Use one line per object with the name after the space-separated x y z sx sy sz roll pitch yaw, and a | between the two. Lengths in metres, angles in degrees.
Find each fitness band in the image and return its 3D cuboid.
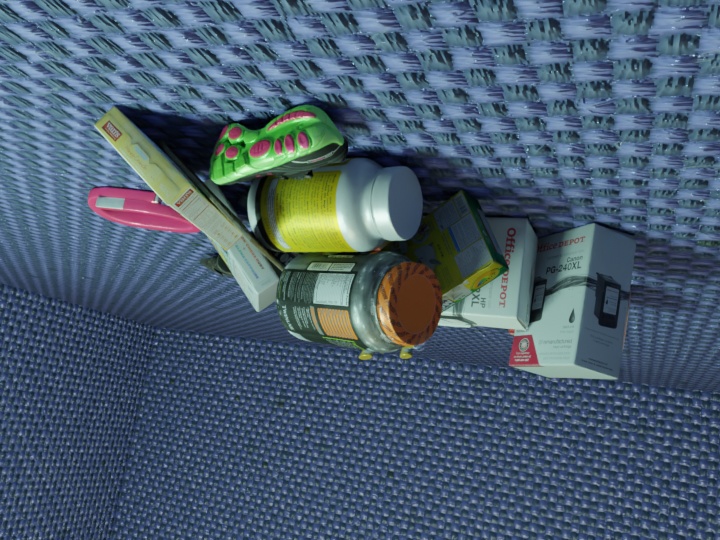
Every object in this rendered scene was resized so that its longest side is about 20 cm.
-0.369 -0.102 1.166 0.199 0.038 0.144 8 170 10 | fitness band

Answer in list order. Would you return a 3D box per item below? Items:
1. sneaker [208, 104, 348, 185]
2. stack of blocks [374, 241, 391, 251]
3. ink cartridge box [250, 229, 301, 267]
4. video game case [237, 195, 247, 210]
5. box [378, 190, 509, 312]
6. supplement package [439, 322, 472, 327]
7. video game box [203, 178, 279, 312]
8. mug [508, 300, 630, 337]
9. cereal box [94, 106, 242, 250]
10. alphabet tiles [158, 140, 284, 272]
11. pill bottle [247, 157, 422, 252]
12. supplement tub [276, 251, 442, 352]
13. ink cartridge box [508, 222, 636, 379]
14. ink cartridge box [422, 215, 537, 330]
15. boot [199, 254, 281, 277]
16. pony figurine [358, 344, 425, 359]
-0.097 -0.125 0.758 0.199 0.077 0.084 0 161 41 | sneaker
-0.007 -0.055 1.047 0.115 0.059 0.200 4 167 24 | stack of blocks
-0.063 0.020 1.089 0.200 0.043 0.198 36 178 39 | ink cartridge box
-0.101 -0.047 1.099 0.143 0.017 0.200 36 180 24 | video game case
0.086 0.000 0.897 0.200 0.118 0.048 -34 146 26 | box
0.162 0.036 1.138 0.109 0.114 0.200 4 177 24 | supplement package
-0.194 -0.032 1.061 0.183 0.047 0.200 54 167 3 | video game box
0.386 0.089 1.264 0.199 0.134 0.178 9 167 18 | mug
-0.233 -0.108 0.853 0.144 0.040 0.200 44 176 15 | cereal box
-0.180 -0.084 0.881 0.200 0.008 0.167 46 177 15 | alphabet tiles
-0.031 -0.078 0.831 0.199 0.113 0.112 1 166 33 | pill bottle
-0.003 0.036 0.849 0.199 0.123 0.122 2 167 46 | supplement tub
0.299 0.046 0.963 0.083 0.201 0.145 18 166 -20 | ink cartridge box
0.145 0.001 0.987 0.199 0.146 0.084 3 166 24 | ink cartridge box
-0.240 -0.004 1.474 0.199 0.070 0.174 17 171 -18 | boot
0.078 0.063 1.304 0.192 0.201 0.166 -19 147 34 | pony figurine
